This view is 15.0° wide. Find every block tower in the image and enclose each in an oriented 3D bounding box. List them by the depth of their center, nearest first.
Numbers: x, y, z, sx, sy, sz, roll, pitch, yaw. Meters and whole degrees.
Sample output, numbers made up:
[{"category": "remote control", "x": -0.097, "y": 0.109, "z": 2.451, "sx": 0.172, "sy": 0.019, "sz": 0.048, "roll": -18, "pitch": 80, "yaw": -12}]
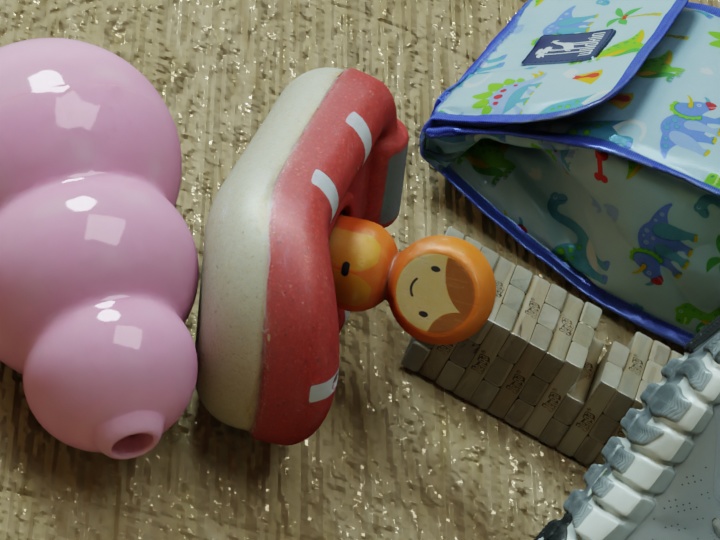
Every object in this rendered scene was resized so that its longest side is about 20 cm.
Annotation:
[{"category": "block tower", "x": 0.115, "y": 0.057, "z": 1.380, "sx": 0.199, "sy": 0.054, "sz": 0.058, "roll": 29, "pitch": 37, "yaw": -2}]

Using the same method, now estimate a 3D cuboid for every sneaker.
[{"category": "sneaker", "x": 0.162, "y": 0.116, "z": 1.263, "sx": 0.115, "sy": 0.200, "sz": 0.075, "roll": 38, "pitch": 7, "yaw": -5}]

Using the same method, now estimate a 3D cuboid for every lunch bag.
[{"category": "lunch bag", "x": 0.151, "y": -0.074, "z": 1.502, "sx": 0.199, "sy": 0.128, "sz": 0.170, "roll": 25, "pitch": 39, "yaw": 13}]

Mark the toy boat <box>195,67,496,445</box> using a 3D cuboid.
[{"category": "toy boat", "x": 0.000, "y": 0.000, "z": 1.291, "sx": 0.130, "sy": 0.131, "sz": 0.200, "roll": 15, "pitch": 38, "yaw": 10}]

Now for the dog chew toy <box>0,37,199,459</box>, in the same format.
[{"category": "dog chew toy", "x": -0.129, "y": -0.006, "z": 1.243, "sx": 0.124, "sy": 0.125, "sz": 0.201, "roll": 0, "pitch": 56, "yaw": -33}]
